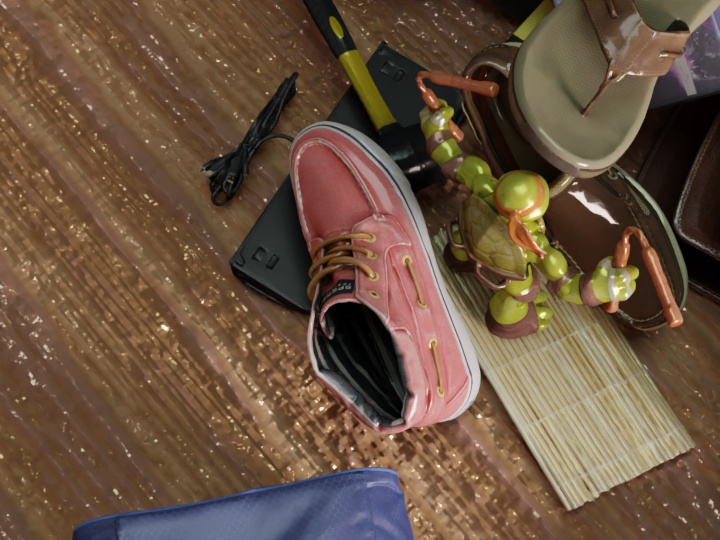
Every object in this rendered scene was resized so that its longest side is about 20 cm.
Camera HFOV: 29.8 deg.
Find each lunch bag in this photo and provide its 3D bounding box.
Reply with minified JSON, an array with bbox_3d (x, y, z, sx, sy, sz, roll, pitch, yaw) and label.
[{"bbox_3d":[-0.061,0.195,0.698,0.199,0.136,0.133,-10,66,-8],"label":"lunch bag"}]

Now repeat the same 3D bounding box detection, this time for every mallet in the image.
[{"bbox_3d":[0.004,-0.138,0.892,0.066,0.041,0.201,-15,68,-14],"label":"mallet"}]

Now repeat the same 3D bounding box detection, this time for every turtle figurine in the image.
[{"bbox_3d":[0.090,-0.012,0.774,0.064,0.161,0.200,-42,74,-15],"label":"turtle figurine"}]

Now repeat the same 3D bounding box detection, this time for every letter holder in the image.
[{"bbox_3d":[0.269,-0.083,0.871,0.142,0.101,0.200,29,67,11],"label":"letter holder"}]

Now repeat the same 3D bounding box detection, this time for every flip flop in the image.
[{"bbox_3d":[0.151,-0.135,0.733,0.081,0.058,0.200,41,68,1],"label":"flip flop"}]

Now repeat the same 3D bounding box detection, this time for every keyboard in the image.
[{"bbox_3d":[-0.024,-0.071,0.888,0.127,0.021,0.200,32,66,3],"label":"keyboard"}]

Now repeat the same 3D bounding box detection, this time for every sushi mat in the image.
[{"bbox_3d":[0.118,0.045,0.848,0.095,0.012,0.200,-25,70,-14],"label":"sushi mat"}]

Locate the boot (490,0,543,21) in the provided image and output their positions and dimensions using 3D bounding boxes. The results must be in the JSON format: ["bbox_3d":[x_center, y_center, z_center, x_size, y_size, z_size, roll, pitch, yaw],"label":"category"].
[{"bbox_3d":[0.087,-0.286,0.969,0.077,0.138,0.201,-24,106,14],"label":"boot"}]

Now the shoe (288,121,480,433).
[{"bbox_3d":[0.000,0.000,0.795,0.071,0.091,0.201,-30,80,25],"label":"shoe"}]

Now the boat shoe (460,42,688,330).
[{"bbox_3d":[0.122,-0.047,0.822,0.075,0.075,0.203,-39,82,23],"label":"boat shoe"}]

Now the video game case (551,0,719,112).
[{"bbox_3d":[0.211,-0.179,0.803,0.199,0.019,0.144,-13,99,26],"label":"video game case"}]

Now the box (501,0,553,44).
[{"bbox_3d":[0.167,-0.185,0.924,0.050,0.075,0.200,38,69,13],"label":"box"}]
